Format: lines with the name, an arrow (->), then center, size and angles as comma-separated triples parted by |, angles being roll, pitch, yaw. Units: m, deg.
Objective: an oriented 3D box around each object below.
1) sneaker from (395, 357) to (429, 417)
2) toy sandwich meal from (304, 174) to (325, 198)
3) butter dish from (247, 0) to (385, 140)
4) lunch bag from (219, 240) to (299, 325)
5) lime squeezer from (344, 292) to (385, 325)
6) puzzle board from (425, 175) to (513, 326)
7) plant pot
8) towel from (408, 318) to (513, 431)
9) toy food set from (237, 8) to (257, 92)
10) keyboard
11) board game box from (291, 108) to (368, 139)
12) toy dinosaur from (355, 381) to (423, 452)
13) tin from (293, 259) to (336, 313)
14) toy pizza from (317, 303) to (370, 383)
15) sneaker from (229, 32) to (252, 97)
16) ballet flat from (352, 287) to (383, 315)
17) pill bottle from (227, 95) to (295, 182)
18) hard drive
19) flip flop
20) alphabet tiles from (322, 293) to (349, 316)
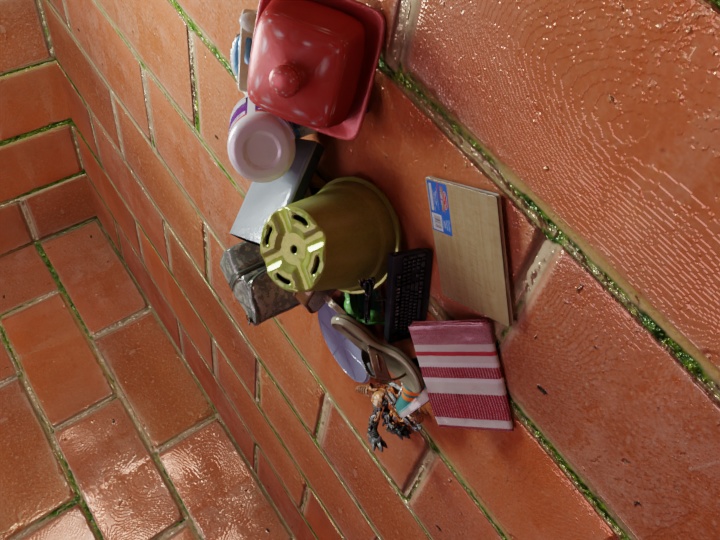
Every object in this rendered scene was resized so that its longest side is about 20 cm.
sneaker -> 0.107, 0.203, 1.231 | 0.081, 0.070, 0.201 | 55, 144, 15
toy sandwich meal -> -0.114, -0.148, 1.319 | 0.205, 0.069, 0.209 | 46, 149, 39
butter dish -> -0.085, -0.285, 0.949 | 0.195, 0.148, 0.204 | 22, 124, 7
lunch bag -> -0.182, 0.008, 1.437 | 0.171, 0.197, 0.139 | 64, 156, 5
lime squeezer -> 0.015, 0.065, 1.223 | 0.199, 0.071, 0.038 | 40, -168, 0
puzzle board -> 0.160, -0.031, 0.979 | 0.150, 0.017, 0.204 | 27, 136, 52
plant pot -> -0.060, -0.047, 1.093 | 0.196, 0.183, 0.206 | 6, 102, 31
towel -> 0.166, 0.171, 1.089 | 0.141, 0.023, 0.204 | -3, 114, 33
toy food set -> -0.158, -0.390, 1.118 | 0.199, 0.059, 0.148 | 5, 92, 60
keyboard -> 0.057, 0.049, 1.120 | 0.021, 0.124, 0.203 | -111, 15, -47
board game box -> -0.074, -0.306, 1.121 | 0.199, 0.044, 0.137 | 2, 116, 61
toy dinosaur -> 0.061, 0.287, 1.393 | 0.200, 0.099, 0.139 | -133, 41, -65
tin -> -0.078, 0.029, 1.315 | 0.042, 0.112, 0.200 | 45, 174, 9
toy pizza -> -0.031, 0.152, 1.466 | 0.200, 0.031, 0.203 | 47, 153, 33
sneaker -> -0.179, -0.355, 1.263 | 0.088, 0.078, 0.204 | 12, 130, 34
ballet flat -> 0.000, 0.000, 1.248 | 0.071, 0.071, 0.204 | 30, 137, 47
pill bottle -> -0.170, -0.234, 1.143 | 0.201, 0.109, 0.115 | -107, 4, -62
hard drive -> -0.152, -0.141, 1.206 | 0.138, 0.204, 0.033 | 17, 173, 46
flip flop -> 0.024, 0.151, 1.154 | 0.198, 0.058, 0.081 | 37, 154, 1
alphabet tiles -> 0.004, 0.121, 1.287 | 0.200, 0.015, 0.195 | 45, 176, -14
